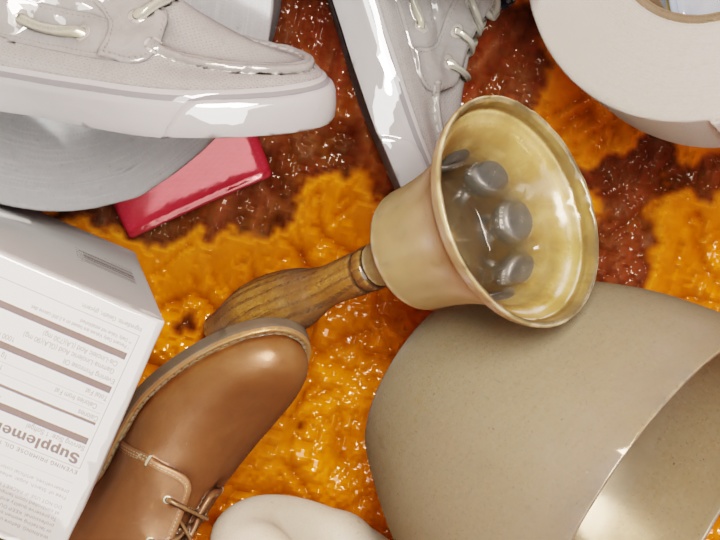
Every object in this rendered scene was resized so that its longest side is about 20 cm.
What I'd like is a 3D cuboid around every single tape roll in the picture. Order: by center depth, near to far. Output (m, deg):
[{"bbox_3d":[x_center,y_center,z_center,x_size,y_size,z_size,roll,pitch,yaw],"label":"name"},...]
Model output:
[{"bbox_3d":[0.167,-0.152,1.135,0.203,0.203,0.037,-56,141,3],"label":"tape roll"},{"bbox_3d":[-0.136,-0.130,1.150,0.200,0.066,0.201,1,104,2],"label":"tape roll"}]

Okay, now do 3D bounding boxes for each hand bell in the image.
[{"bbox_3d":[0.000,0.000,1.165,0.104,0.200,0.104,20,61,-41],"label":"hand bell"}]

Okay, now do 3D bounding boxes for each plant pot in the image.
[{"bbox_3d":[0.081,0.082,1.186,0.134,0.200,0.200,33,93,23],"label":"plant pot"}]

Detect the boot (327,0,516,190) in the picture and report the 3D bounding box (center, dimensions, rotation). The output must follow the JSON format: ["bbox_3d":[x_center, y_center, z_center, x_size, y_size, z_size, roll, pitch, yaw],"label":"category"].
[{"bbox_3d":[0.039,-0.114,1.192,0.095,0.074,0.200,-19,102,-2],"label":"boot"}]

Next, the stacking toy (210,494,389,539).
[{"bbox_3d":[-0.050,0.220,1.218,0.146,0.146,0.200,31,109,-12],"label":"stacking toy"}]

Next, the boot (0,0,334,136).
[{"bbox_3d":[-0.107,-0.114,1.072,0.200,0.074,0.096,6,107,2],"label":"boot"}]

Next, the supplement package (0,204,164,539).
[{"bbox_3d":[-0.182,0.026,1.115,0.156,0.200,0.111,24,95,-11],"label":"supplement package"}]

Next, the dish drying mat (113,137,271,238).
[{"bbox_3d":[-0.115,-0.120,1.197,0.077,0.018,0.200,-24,103,-1],"label":"dish drying mat"}]

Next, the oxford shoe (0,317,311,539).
[{"bbox_3d":[-0.087,0.103,1.179,0.071,0.071,0.200,24,117,-41],"label":"oxford shoe"}]

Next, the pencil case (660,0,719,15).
[{"bbox_3d":[0.229,-0.127,1.214,0.200,0.083,0.091,-11,84,-7],"label":"pencil case"}]
